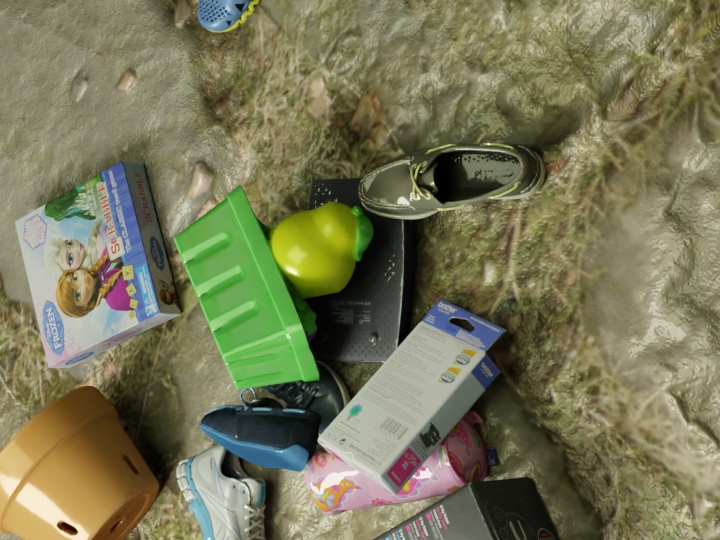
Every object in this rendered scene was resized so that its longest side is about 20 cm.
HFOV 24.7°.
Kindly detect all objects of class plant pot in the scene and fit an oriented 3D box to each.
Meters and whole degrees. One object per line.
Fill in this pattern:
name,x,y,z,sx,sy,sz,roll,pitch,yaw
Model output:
plant pot,-0.333,0.256,1.933,0.140,0.200,0.200,41,111,13

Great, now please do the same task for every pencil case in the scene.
pencil case,0.038,0.202,1.729,0.200,0.087,0.087,-17,77,33

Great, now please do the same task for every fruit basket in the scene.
fruit basket,-0.077,0.004,1.759,0.215,0.156,0.216,-2,64,5

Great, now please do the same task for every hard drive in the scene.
hard drive,0.000,0.000,1.790,0.135,0.042,0.200,0,86,35

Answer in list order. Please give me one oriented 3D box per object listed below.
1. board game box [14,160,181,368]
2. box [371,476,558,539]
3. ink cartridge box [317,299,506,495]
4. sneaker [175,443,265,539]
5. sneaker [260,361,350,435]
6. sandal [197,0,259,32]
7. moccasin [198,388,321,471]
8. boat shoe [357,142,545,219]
board game box,-0.326,-0.005,2.023,0.199,0.041,0.200,-26,73,32
box,0.088,0.299,1.660,0.200,0.122,0.106,-35,68,30
ink cartridge box,0.060,0.127,1.684,0.200,0.042,0.119,-50,35,-11
sneaker,-0.135,0.280,1.854,0.087,0.075,0.200,-38,67,21
sneaker,-0.094,0.112,1.825,0.200,0.084,0.075,43,111,29
sandal,-0.147,-0.372,1.894,0.079,0.087,0.200,28,105,31
moccasin,-0.101,0.174,1.799,0.200,0.080,0.068,8,62,51
boat shoe,0.086,-0.096,1.699,0.202,0.060,0.072,-7,84,20
